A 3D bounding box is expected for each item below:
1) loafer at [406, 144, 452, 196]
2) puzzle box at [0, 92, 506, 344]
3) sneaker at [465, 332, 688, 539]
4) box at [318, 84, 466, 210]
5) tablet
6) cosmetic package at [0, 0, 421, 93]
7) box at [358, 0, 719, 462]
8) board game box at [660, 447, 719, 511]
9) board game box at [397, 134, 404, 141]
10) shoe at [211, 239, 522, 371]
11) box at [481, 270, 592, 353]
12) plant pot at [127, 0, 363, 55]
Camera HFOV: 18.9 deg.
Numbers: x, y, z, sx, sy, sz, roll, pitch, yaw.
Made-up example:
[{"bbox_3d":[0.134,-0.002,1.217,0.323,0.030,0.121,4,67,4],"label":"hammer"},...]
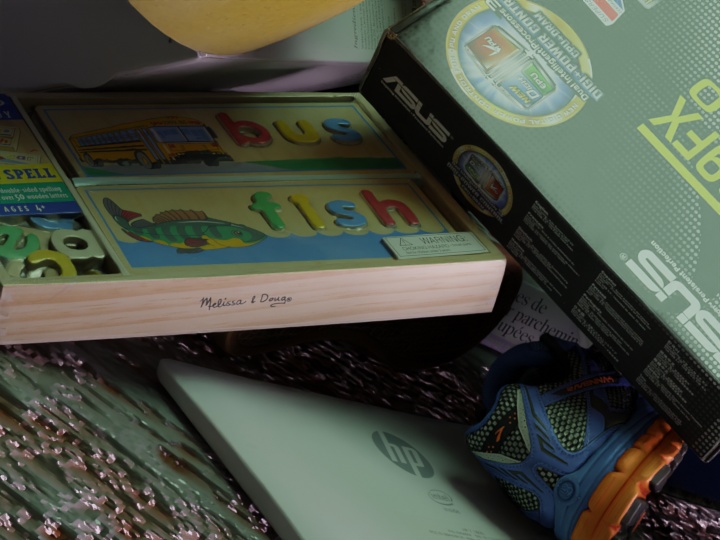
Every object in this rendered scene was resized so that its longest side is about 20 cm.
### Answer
[{"bbox_3d":[-0.037,-0.028,0.949,0.200,0.063,0.072,8,63,-51],"label":"loafer"},{"bbox_3d":[-0.061,-0.025,0.799,0.199,0.026,0.133,-3,34,-29],"label":"puzzle box"},{"bbox_3d":[0.090,0.053,0.877,0.078,0.076,0.200,34,11,3],"label":"sneaker"},{"bbox_3d":[0.019,-0.096,1.194,0.141,0.079,0.200,31,16,4],"label":"box"},{"bbox_3d":[0.024,0.086,0.800,0.200,0.014,0.130,17,23,-48],"label":"tablet"},{"bbox_3d":[-0.062,-0.117,0.912,0.107,0.085,0.200,-7,0,27],"label":"cosmetic package"},{"bbox_3d":[0.123,-0.048,0.845,0.160,0.044,0.200,-35,76,-32],"label":"box"},{"bbox_3d":[0.236,0.048,0.998,0.199,0.160,0.097,17,-2,-34],"label":"board game box"},{"bbox_3d":[0.093,-0.071,0.984,0.135,0.028,0.200,-3,5,-17],"label":"board game box"},{"bbox_3d":[0.000,0.000,0.892,0.053,0.070,0.200,48,23,27],"label":"shoe"},{"bbox_3d":[0.104,0.031,1.071,0.199,0.039,0.041,25,17,-31],"label":"box"},{"bbox_3d":[-0.006,-0.189,0.775,0.200,0.141,0.201,23,63,-57],"label":"plant pot"}]
